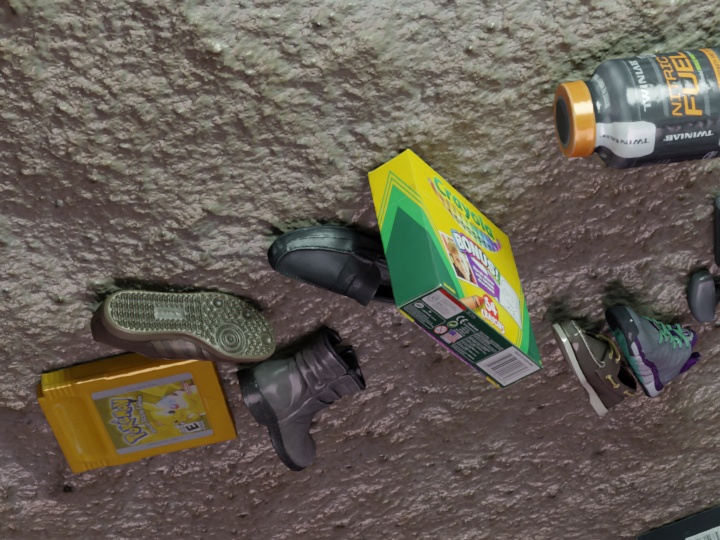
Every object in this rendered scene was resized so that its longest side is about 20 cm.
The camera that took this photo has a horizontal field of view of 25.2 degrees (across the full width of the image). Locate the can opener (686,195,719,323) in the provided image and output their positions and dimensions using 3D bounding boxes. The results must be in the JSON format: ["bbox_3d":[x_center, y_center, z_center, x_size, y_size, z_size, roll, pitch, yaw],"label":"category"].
[{"bbox_3d":[0.401,-0.004,1.806,0.066,0.054,0.201,-15,140,1],"label":"can opener"}]

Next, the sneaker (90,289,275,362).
[{"bbox_3d":[-0.190,0.062,1.714,0.199,0.071,0.075,14,153,-26],"label":"sneaker"}]

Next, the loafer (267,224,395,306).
[{"bbox_3d":[0.000,0.000,1.675,0.199,0.071,0.068,9,136,-26],"label":"loafer"}]

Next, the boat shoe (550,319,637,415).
[{"bbox_3d":[0.276,0.106,1.890,0.059,0.072,0.200,-27,144,8],"label":"boat shoe"}]

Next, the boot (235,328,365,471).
[{"bbox_3d":[-0.050,0.154,1.855,0.131,0.070,0.200,-23,145,4],"label":"boot"}]

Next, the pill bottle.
[{"bbox_3d":[0.288,-0.154,1.546,0.198,0.107,0.107,-8,141,-8],"label":"pill bottle"}]

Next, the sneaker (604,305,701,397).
[{"bbox_3d":[0.345,0.076,1.885,0.087,0.075,0.200,-30,151,4],"label":"sneaker"}]

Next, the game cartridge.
[{"bbox_3d":[-0.251,0.157,1.822,0.198,0.033,0.177,-14,141,-2],"label":"game cartridge"}]

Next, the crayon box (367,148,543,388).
[{"bbox_3d":[0.096,0.000,1.622,0.058,0.173,0.200,-28,140,23],"label":"crayon box"}]

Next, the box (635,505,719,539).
[{"bbox_3d":[0.526,0.431,2.332,0.199,0.105,0.182,-23,142,12],"label":"box"}]
